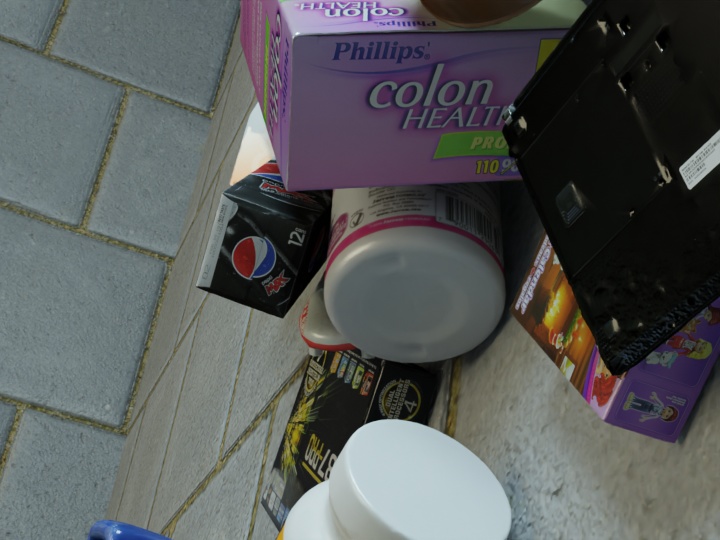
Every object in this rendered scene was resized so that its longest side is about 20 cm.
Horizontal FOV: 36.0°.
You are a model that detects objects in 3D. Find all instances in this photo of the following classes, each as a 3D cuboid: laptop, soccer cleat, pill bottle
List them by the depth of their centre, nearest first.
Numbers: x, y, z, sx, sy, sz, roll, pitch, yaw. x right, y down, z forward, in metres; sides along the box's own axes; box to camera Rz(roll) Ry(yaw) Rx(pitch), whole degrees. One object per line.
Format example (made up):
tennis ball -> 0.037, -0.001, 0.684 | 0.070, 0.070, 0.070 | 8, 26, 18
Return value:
laptop -> 0.145, -0.090, 0.441 | 0.177, 0.103, 0.201 | -54, 48, 49
pill bottle -> -0.004, 0.186, 0.603 | 0.117, 0.116, 0.201 | -96, 28, -59
pill bottle -> 0.037, -0.048, 0.741 | 0.201, 0.113, 0.114 | -86, 20, -45
soccer cleat -> 0.000, 0.000, 0.805 | 0.200, 0.068, 0.086 | -51, -39, -66

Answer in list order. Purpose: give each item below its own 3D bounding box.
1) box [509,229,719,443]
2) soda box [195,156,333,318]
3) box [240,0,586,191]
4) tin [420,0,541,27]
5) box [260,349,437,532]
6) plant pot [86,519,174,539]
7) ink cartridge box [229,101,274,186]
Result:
box -> 0.140, -0.043, 0.498 | 0.137, 0.039, 0.201 | -120, 50, -70
soda box -> -0.053, -0.033, 0.785 | 0.200, 0.063, 0.071 | -61, -10, -74
box -> 0.025, -0.144, 0.680 | 0.200, 0.175, 0.097 | -111, 22, -52
tin -> 0.099, -0.204, 0.547 | 0.199, 0.042, 0.112 | -35, 57, 21
box -> -0.014, 0.133, 0.841 | 0.200, 0.049, 0.162 | -159, 86, -74
plant pot -> -0.140, 0.308, 0.833 | 0.200, 0.179, 0.201 | 148, 138, -67
ink cartridge box -> -0.019, -0.152, 1.015 | 0.050, 0.161, 0.201 | 30, -108, -62
